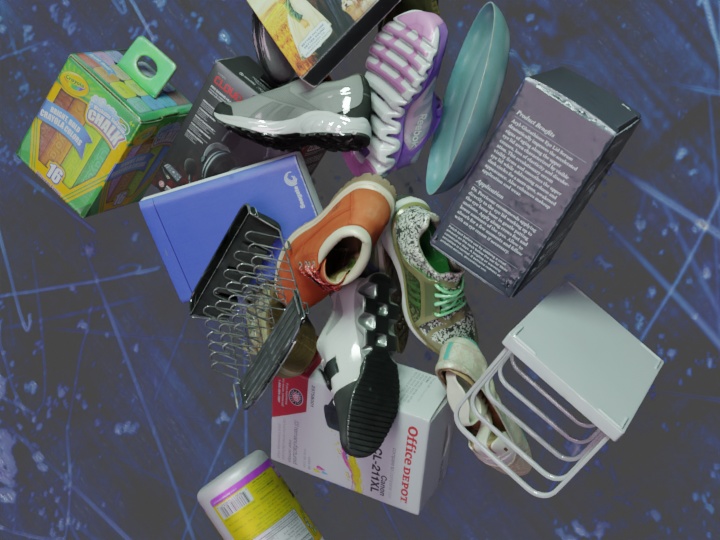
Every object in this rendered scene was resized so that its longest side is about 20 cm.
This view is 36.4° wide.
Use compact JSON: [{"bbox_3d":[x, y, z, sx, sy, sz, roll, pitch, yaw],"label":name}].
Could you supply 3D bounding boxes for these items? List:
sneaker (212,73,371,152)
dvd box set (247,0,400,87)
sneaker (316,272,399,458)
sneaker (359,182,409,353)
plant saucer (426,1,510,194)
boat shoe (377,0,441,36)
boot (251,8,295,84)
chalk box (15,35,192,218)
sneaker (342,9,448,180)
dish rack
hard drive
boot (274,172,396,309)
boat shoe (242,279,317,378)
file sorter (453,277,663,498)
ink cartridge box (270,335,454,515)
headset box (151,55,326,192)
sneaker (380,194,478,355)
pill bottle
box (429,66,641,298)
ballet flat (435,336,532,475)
[{"bbox_3d":[-0.070,-0.171,1.164,0.199,0.074,0.080,5,82,32],"label":"sneaker"},{"bbox_3d":[-0.051,-0.308,1.126,0.146,0.029,0.200,-42,61,18],"label":"dvd box set"},{"bbox_3d":[-0.009,0.107,1.196,0.088,0.074,0.201,-12,64,41],"label":"sneaker"},{"bbox_3d":[0.000,0.000,1.258,0.089,0.067,0.201,-1,106,20],"label":"sneaker"},{"bbox_3d":[0.110,-0.169,1.105,0.027,0.200,0.201,17,112,-7],"label":"plant saucer"},{"bbox_3d":[0.053,-0.280,1.165,0.071,0.066,0.202,0,124,5],"label":"boat shoe"},{"bbox_3d":[-0.042,-0.301,1.183,0.131,0.070,0.201,6,93,24],"label":"boot"},{"bbox_3d":[-0.296,-0.184,1.317,0.124,0.124,0.200,42,117,10],"label":"chalk box"},{"bbox_3d":[0.051,-0.182,1.148,0.081,0.088,0.201,51,136,33],"label":"sneaker"},{"bbox_3d":[-0.120,0.042,1.168,0.054,0.200,0.154,18,120,-27],"label":"dish rack"},{"bbox_3d":[-0.139,-0.047,1.248,0.199,0.025,0.132,-15,109,18],"label":"hard drive"},{"bbox_3d":[-0.041,-0.008,1.166,0.075,0.107,0.200,31,129,-12],"label":"boot"},{"bbox_3d":[-0.098,0.066,1.261,0.073,0.200,0.063,34,112,-22],"label":"boat shoe"},{"bbox_3d":[0.202,0.122,1.124,0.139,0.200,0.125,41,118,10],"label":"file sorter"},{"bbox_3d":[0.001,0.177,1.280,0.199,0.083,0.146,17,123,21],"label":"ink cartridge box"},{"bbox_3d":[-0.132,-0.141,1.280,0.149,0.077,0.200,40,118,10],"label":"headset box"},{"bbox_3d":[0.085,0.015,1.189,0.201,0.077,0.089,65,162,-18],"label":"sneaker"},{"bbox_3d":[-0.111,0.335,1.378,0.104,0.104,0.200,-36,87,28],"label":"pill bottle"},{"bbox_3d":[0.179,-0.093,1.108,0.104,0.148,0.200,34,113,12],"label":"box"},{"bbox_3d":[0.130,0.166,1.213,0.067,0.062,0.200,-13,116,34],"label":"ballet flat"}]
